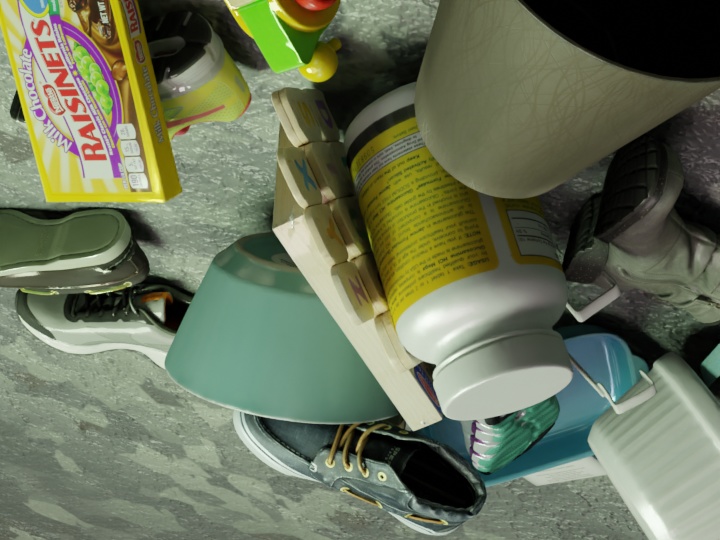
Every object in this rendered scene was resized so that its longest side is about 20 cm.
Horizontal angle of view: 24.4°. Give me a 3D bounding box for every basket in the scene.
[{"bbox_3d":[0.113,-0.127,0.925,0.180,0.136,0.200,24,156,-6],"label":"basket"}]

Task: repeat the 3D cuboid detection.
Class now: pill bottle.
[{"bbox_3d":[0.065,-0.013,1.058,0.112,0.200,0.112,-13,158,-6],"label":"pill bottle"}]

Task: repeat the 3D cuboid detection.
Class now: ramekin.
[{"bbox_3d":[0.254,0.169,1.265,0.094,0.202,0.202,-33,139,1],"label":"ramekin"}]

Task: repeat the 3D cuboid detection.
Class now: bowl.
[{"bbox_3d":[-0.047,0.035,1.290,0.200,0.105,0.201,8,-166,-2],"label":"bowl"}]

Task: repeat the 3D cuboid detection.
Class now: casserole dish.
[{"bbox_3d":[0.132,0.105,1.332,0.200,0.039,0.121,-17,123,-2],"label":"casserole dish"}]

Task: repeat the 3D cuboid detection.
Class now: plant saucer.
[{"bbox_3d":[0.289,0.019,1.152,0.019,0.070,0.200,43,154,10],"label":"plant saucer"}]

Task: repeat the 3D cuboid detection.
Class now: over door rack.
[{"bbox_3d":[0.105,0.019,1.183,0.200,0.067,0.148,36,166,35],"label":"over door rack"}]

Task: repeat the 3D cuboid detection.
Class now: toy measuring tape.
[{"bbox_3d":[-0.064,-0.203,0.989,0.073,0.074,0.200,-11,118,43],"label":"toy measuring tape"}]

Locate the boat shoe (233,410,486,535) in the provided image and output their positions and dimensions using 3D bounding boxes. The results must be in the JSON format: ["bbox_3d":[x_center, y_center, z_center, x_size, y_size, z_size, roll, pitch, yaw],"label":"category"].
[{"bbox_3d":[0.002,0.134,1.262,0.200,0.071,0.091,26,161,-4],"label":"boat shoe"}]

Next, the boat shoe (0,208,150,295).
[{"bbox_3d":[-0.276,-0.010,1.435,0.201,0.072,0.061,0,143,27],"label":"boat shoe"}]

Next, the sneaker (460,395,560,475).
[{"bbox_3d":[0.093,0.080,1.202,0.088,0.074,0.200,53,168,22],"label":"sneaker"}]

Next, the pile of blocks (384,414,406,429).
[{"bbox_3d":[-0.025,0.099,1.381,0.082,0.062,0.200,0,-163,-27],"label":"pile of blocks"}]

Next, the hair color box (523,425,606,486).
[{"bbox_3d":[0.123,0.110,1.419,0.200,0.061,0.099,34,148,-28],"label":"hair color box"}]

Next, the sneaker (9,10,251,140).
[{"bbox_3d":[-0.162,-0.119,1.165,0.200,0.078,0.090,-2,153,37],"label":"sneaker"}]

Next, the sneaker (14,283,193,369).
[{"bbox_3d":[-0.210,0.037,1.494,0.200,0.074,0.079,12,143,0],"label":"sneaker"}]

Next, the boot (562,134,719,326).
[{"bbox_3d":[0.220,-0.024,1.122,0.130,0.068,0.200,17,161,-2],"label":"boot"}]

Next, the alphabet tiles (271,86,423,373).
[{"bbox_3d":[-0.002,-0.030,1.107,0.015,0.200,0.196,-25,178,13],"label":"alphabet tiles"}]

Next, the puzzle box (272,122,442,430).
[{"bbox_3d":[0.000,0.000,1.159,0.025,0.133,0.200,-23,124,16],"label":"puzzle box"}]

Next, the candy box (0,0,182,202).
[{"bbox_3d":[-0.184,-0.139,1.084,0.102,0.026,0.200,2,115,31],"label":"candy box"}]
